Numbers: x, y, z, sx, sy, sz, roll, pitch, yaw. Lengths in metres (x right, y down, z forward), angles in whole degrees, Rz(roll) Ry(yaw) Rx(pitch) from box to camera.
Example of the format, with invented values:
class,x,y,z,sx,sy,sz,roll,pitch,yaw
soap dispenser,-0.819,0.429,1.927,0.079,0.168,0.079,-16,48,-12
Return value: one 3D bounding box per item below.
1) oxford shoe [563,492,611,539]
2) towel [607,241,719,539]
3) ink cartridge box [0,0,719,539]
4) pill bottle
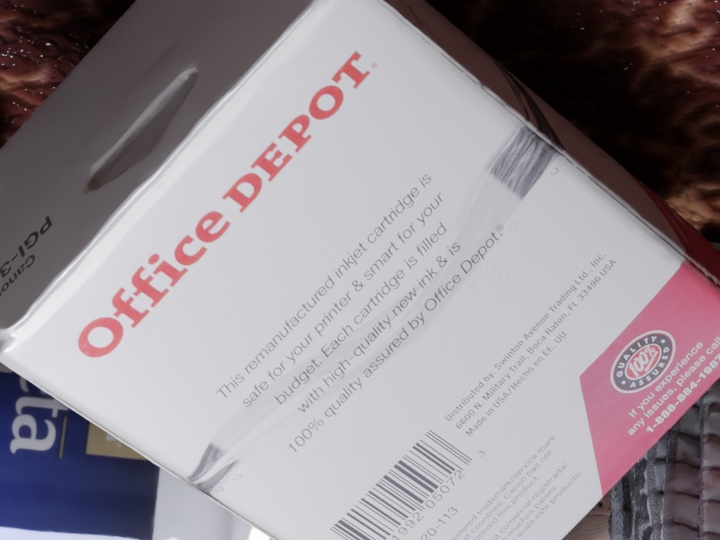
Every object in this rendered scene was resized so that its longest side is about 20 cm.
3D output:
class,x,y,z,sx,sy,sz,roll,pitch,yaw
oxford shoe,0.085,0.099,0.994,0.199,0.073,0.071,-14,140,26
towel,0.162,0.100,0.876,0.165,0.201,0.086,11,144,-11
ink cartridge box,0.000,0.000,0.809,0.147,0.083,0.200,-46,126,10
pill bottle,-0.098,0.070,0.946,0.199,0.111,0.111,5,145,0
